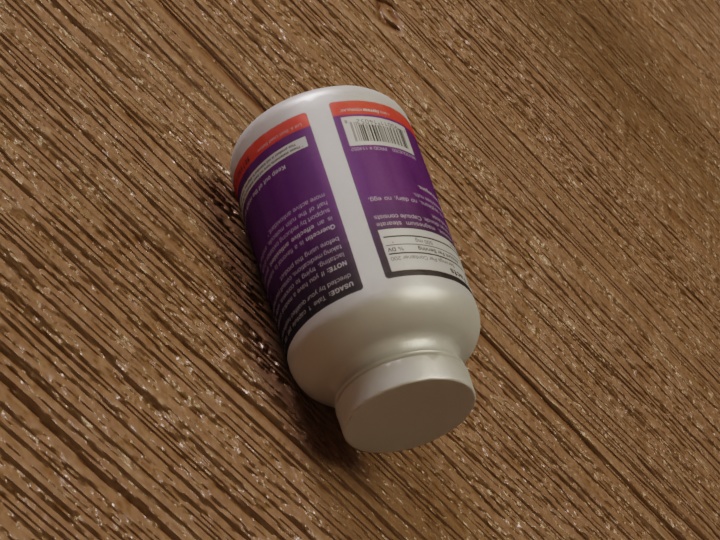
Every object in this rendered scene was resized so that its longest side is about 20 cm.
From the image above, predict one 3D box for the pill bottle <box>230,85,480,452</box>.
[{"bbox_3d":[0.000,0.000,1.313,0.112,0.112,0.200,24,39,-48],"label":"pill bottle"}]
